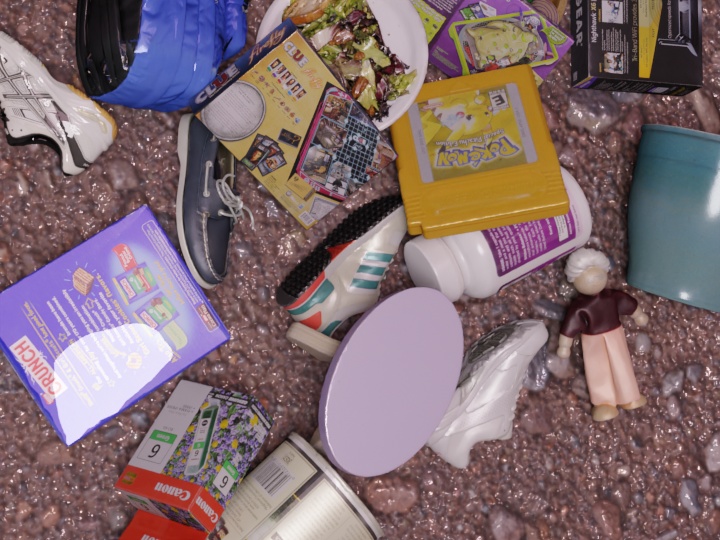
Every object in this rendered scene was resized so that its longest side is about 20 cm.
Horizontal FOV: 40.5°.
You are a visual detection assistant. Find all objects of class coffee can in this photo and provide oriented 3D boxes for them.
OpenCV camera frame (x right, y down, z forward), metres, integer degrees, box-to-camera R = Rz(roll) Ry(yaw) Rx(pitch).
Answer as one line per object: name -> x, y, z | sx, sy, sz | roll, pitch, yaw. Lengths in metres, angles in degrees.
coffee can -> -0.095, 0.288, 1.007 | 0.200, 0.146, 0.147 | -41, 95, -14

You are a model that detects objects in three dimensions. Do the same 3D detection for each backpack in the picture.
backpack -> -0.203, -0.267, 1.024 | 0.167, 0.162, 0.201 | 10, 80, -33

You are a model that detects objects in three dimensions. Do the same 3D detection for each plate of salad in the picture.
plate of salad -> -0.022, -0.249, 1.107 | 0.199, 0.048, 0.202 | 0, 85, 1

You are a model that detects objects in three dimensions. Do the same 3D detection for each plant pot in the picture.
plant pot -> 0.400, -0.054, 1.143 | 0.199, 0.200, 0.189 | 15, 96, -12

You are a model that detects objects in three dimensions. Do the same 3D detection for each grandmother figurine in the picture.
grandmother figurine -> 0.287, 0.068, 1.153 | 0.121, 0.060, 0.201 | -21, 101, -23

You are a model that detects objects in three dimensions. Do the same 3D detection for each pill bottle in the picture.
pill bottle -> 0.153, -0.037, 1.113 | 0.199, 0.112, 0.113 | -26, 91, -17

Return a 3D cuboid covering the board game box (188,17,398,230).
board game box -> -0.066, -0.149, 1.035 | 0.135, 0.035, 0.200 | -37, 131, 7

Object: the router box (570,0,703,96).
router box -> 0.343, -0.325, 1.217 | 0.156, 0.052, 0.202 | 3, 85, -13

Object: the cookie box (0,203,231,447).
cookie box -> -0.266, 0.055, 1.023 | 0.199, 0.075, 0.172 | -33, 94, -15

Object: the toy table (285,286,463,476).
toy table -> 0.013, 0.111, 1.012 | 0.184, 0.117, 0.200 | 46, 71, -12

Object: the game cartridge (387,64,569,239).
game cartridge -> 0.125, -0.134, 1.088 | 0.175, 0.033, 0.201 | -11, 56, 3

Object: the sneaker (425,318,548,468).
sneaker -> 0.151, 0.143, 1.125 | 0.200, 0.078, 0.099 | -45, 103, -4

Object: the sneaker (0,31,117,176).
sneaker -> -0.356, -0.179, 1.023 | 0.200, 0.076, 0.088 | 37, 80, -6

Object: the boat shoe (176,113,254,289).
boat shoe -> -0.154, -0.081, 1.048 | 0.061, 0.075, 0.201 | -11, 67, 16

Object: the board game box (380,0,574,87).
board game box -> 0.135, -0.281, 1.143 | 0.199, 0.032, 0.120 | 34, 120, -9

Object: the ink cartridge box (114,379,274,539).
ink cartridge box -> -0.183, 0.211, 0.982 | 0.201, 0.108, 0.050 | -60, 139, -30

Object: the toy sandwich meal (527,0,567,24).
toy sandwich meal -> 0.169, -0.363, 1.169 | 0.204, 0.070, 0.207 | 1, 85, -13

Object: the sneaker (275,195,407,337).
sneaker -> 0.000, 0.000, 1.107 | 0.200, 0.070, 0.094 | -43, 117, -18
